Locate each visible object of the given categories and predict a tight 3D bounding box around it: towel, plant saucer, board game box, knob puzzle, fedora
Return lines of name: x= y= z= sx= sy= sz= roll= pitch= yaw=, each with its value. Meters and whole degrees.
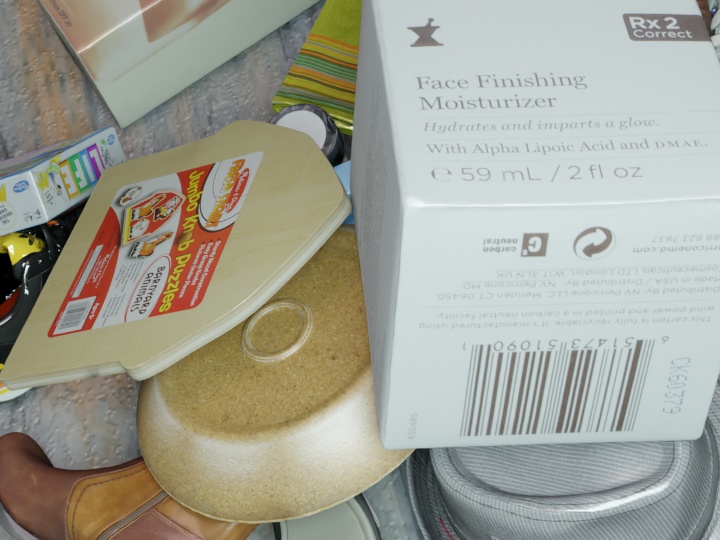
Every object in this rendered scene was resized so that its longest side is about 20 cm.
towel: x=0.013 y=-0.166 z=1.104 sx=0.085 sy=0.018 sz=0.201 roll=15 pitch=52 yaw=10
plant saucer: x=-0.040 y=0.042 z=0.907 sx=0.199 sy=0.036 sz=0.201 roll=-14 pitch=47 yaw=15
board game box: x=-0.268 y=-0.039 z=1.095 sx=0.198 sy=0.034 sz=0.134 roll=-15 pitch=13 yaw=19
knob puzzle: x=-0.088 y=-0.010 z=0.931 sx=0.218 sy=0.031 sz=0.221 roll=-22 pitch=35 yaw=17
fedora: x=0.115 y=0.098 z=0.882 sx=0.199 sy=0.090 sz=0.178 roll=17 pitch=74 yaw=21

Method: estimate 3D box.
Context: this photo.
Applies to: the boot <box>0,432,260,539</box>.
boot: x=-0.110 y=0.097 z=0.944 sx=0.200 sy=0.068 sz=0.188 roll=-47 pitch=44 yaw=-1

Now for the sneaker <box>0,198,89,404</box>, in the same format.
sneaker: x=-0.193 y=-0.006 z=1.077 sx=0.200 sy=0.090 sz=0.070 roll=-45 pitch=55 yaw=-14

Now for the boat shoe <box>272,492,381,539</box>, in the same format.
boat shoe: x=-0.020 y=0.141 z=0.944 sx=0.067 sy=0.057 sz=0.201 roll=-35 pitch=55 yaw=14

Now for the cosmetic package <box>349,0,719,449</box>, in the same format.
cosmetic package: x=0.085 y=-0.041 z=0.819 sx=0.163 sy=0.166 sz=0.201 roll=-2 pitch=45 yaw=-6

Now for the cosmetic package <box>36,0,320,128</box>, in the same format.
cosmetic package: x=-0.124 y=-0.208 z=1.199 sx=0.199 sy=0.087 sz=0.103 roll=-35 pitch=52 yaw=-7

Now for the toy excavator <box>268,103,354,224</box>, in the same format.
toy excavator: x=0.000 y=0.000 z=1.022 sx=0.193 sy=0.100 sz=0.201 roll=-23 pitch=66 yaw=1

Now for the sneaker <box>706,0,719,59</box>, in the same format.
sneaker: x=0.224 y=-0.154 z=1.003 sx=0.201 sy=0.146 sz=0.080 roll=-54 pitch=15 yaw=-28
